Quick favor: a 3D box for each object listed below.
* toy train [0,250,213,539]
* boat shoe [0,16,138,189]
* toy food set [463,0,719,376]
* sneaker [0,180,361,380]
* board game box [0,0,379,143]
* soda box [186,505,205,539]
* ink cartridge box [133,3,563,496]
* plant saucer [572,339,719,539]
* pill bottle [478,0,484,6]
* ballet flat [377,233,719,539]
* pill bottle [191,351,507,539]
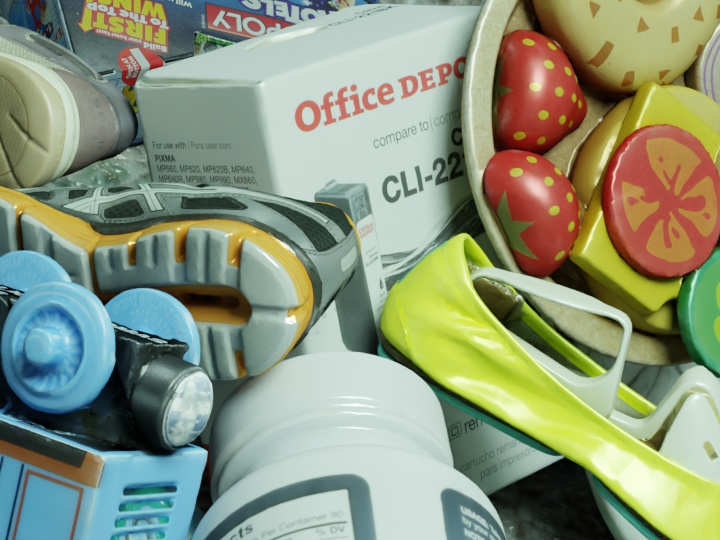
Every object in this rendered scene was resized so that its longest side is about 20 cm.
[{"bbox_3d":[-0.144,0.047,0.970,0.199,0.115,0.087,17,4,27],"label":"toy train"},{"bbox_3d":[-0.172,-0.077,1.135,0.065,0.072,0.199,0,14,-46],"label":"boat shoe"},{"bbox_3d":[0.127,-0.060,1.117,0.198,0.049,0.201,35,67,-28],"label":"toy food set"},{"bbox_3d":[-0.088,0.000,1.035,0.199,0.079,0.077,8,25,33],"label":"sneaker"},{"bbox_3d":[-0.092,-0.127,1.283,0.199,0.062,0.201,14,46,-18],"label":"board game box"},{"bbox_3d":[-0.095,0.169,0.963,0.064,0.068,0.200,51,29,-11],"label":"soda box"},{"bbox_3d":[0.000,0.000,1.119,0.144,0.083,0.201,-22,106,-41],"label":"ink cartridge box"},{"bbox_3d":[0.147,0.043,1.217,0.199,0.050,0.201,-4,95,-46],"label":"plant saucer"},{"bbox_3d":[0.118,-0.093,1.222,0.199,0.112,0.112,-19,62,-33],"label":"pill bottle"},{"bbox_3d":[0.099,0.055,1.044,0.200,0.067,0.067,34,16,5],"label":"ballet flat"},{"bbox_3d":[-0.001,0.132,0.944,0.119,0.120,0.201,12,42,-20],"label":"pill bottle"}]
